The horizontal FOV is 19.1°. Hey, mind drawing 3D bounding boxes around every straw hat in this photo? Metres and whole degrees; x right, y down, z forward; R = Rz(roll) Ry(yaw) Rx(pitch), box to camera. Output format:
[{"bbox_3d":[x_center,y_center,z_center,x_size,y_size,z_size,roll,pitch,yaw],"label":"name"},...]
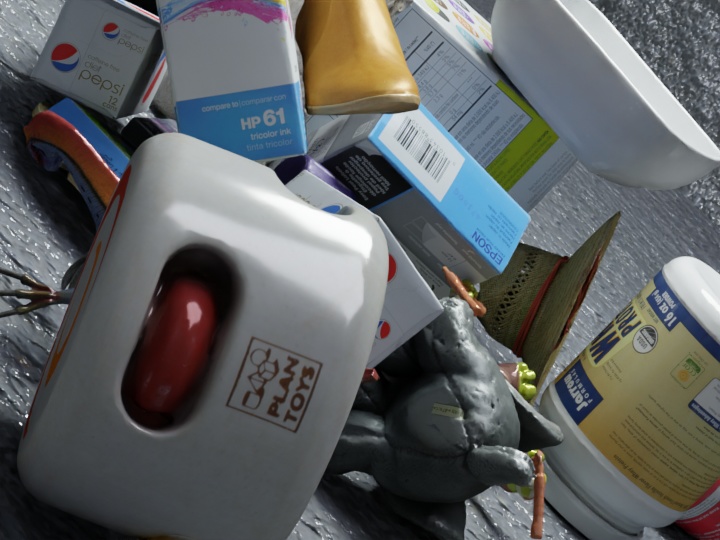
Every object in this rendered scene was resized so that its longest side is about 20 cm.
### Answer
[{"bbox_3d":[0.131,0.022,1.702,0.085,0.202,0.201,26,13,7],"label":"straw hat"}]

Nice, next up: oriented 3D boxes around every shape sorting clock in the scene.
[{"bbox_3d":[-0.136,-0.038,1.383,0.200,0.039,0.200,44,3,-3],"label":"shape sorting clock"}]

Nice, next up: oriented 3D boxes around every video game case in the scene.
[{"bbox_3d":[-0.099,-0.054,1.506,0.143,0.019,0.200,43,5,-1],"label":"video game case"}]

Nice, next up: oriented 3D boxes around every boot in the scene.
[{"bbox_3d":[-0.008,-0.178,1.442,0.070,0.145,0.201,-2,7,-14],"label":"boot"}]

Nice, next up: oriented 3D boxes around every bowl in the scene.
[{"bbox_3d":[0.185,-0.139,1.666,0.200,0.075,0.199,50,15,17],"label":"bowl"}]

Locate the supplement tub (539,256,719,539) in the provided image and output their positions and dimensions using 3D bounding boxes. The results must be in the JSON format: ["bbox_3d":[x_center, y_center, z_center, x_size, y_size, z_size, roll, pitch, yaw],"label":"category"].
[{"bbox_3d":[0.228,0.104,1.635,0.144,0.200,0.145,40,14,-12],"label":"supplement tub"}]

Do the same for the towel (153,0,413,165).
[{"bbox_3d":[-0.058,-0.173,1.614,0.132,0.200,0.034,39,-3,41],"label":"towel"}]

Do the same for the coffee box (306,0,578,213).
[{"bbox_3d":[0.034,-0.116,1.735,0.197,0.200,0.200,40,14,-16],"label":"coffee box"}]

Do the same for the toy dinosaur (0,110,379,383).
[{"bbox_3d":[-0.110,-0.008,1.160,0.105,0.198,0.183,-118,-167,-75],"label":"toy dinosaur"}]

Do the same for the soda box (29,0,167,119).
[{"bbox_3d":[-0.170,-0.148,1.458,0.063,0.068,0.200,26,5,-3],"label":"soda box"}]

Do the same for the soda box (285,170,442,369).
[{"bbox_3d":[-0.018,-0.002,1.262,0.068,0.064,0.200,54,-4,-16],"label":"soda box"}]

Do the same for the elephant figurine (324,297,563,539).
[{"bbox_3d":[0.057,0.103,1.362,0.200,0.140,0.156,49,31,-60],"label":"elephant figurine"}]

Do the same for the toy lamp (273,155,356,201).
[{"bbox_3d":[0.000,0.000,1.515,0.200,0.058,0.058,56,6,-32],"label":"toy lamp"}]

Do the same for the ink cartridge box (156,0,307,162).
[{"bbox_3d":[-0.089,-0.173,1.394,0.145,0.084,0.202,-101,-179,-82],"label":"ink cartridge box"}]

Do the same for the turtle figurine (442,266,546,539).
[{"bbox_3d":[0.092,0.104,1.512,0.161,0.064,0.201,37,31,-71],"label":"turtle figurine"}]

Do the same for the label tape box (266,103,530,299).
[{"bbox_3d":[0.005,-0.037,1.567,0.143,0.199,0.066,44,50,-18],"label":"label tape box"}]

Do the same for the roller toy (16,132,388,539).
[{"bbox_3d":[-0.069,0.042,1.001,0.139,0.183,0.201,22,42,-10],"label":"roller toy"}]

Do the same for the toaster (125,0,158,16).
[{"bbox_3d":[-0.118,-0.266,1.740,0.181,0.201,0.118,42,13,34],"label":"toaster"}]

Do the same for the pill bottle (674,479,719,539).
[{"bbox_3d":[0.330,0.193,1.841,0.200,0.112,0.112,37,16,-26],"label":"pill bottle"}]
